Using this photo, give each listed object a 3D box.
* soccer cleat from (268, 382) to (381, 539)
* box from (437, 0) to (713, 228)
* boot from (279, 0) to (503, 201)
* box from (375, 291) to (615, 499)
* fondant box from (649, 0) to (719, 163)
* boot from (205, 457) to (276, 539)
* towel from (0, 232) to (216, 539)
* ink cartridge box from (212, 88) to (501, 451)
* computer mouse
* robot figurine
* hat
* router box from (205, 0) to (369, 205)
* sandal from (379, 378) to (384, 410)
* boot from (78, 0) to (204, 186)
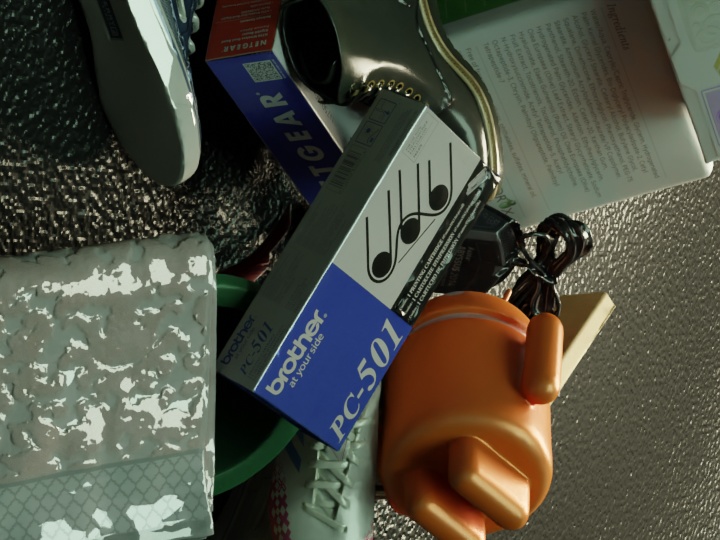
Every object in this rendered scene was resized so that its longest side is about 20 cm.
[{"bbox_3d":[-0.021,0.116,1.358,0.086,0.069,0.202,130,-39,-70],"label":"soccer cleat"},{"bbox_3d":[0.138,-0.176,1.481,0.201,0.170,0.200,61,20,-44],"label":"box"},{"bbox_3d":[0.013,-0.107,1.308,0.201,0.077,0.138,62,33,-15],"label":"boot"},{"bbox_3d":[0.081,0.093,1.540,0.200,0.163,0.021,-51,119,-35],"label":"box"},{"bbox_3d":[0.234,-0.187,1.400,0.201,0.058,0.145,-78,149,-56],"label":"fondant box"},{"bbox_3d":[-0.041,0.168,1.437,0.074,0.095,0.201,48,60,-50],"label":"boot"},{"bbox_3d":[-0.177,0.081,1.193,0.198,0.032,0.193,-8,107,-23],"label":"towel"},{"bbox_3d":[0.000,0.000,1.266,0.094,0.044,0.201,39,80,-45],"label":"ink cartridge box"},{"bbox_3d":[0.056,-0.021,1.487,0.139,0.198,0.053,113,-15,-52],"label":"computer mouse"},{"bbox_3d":[0.069,0.096,1.392,0.201,0.116,0.145,-86,-176,-50],"label":"robot figurine"},{"bbox_3d":[-0.129,0.036,1.344,0.199,0.176,0.166,22,109,-37],"label":"hat"},{"bbox_3d":[-0.025,-0.153,1.368,0.200,0.048,0.181,53,38,-51],"label":"router box"},{"bbox_3d":[0.007,0.046,1.467,0.201,0.075,0.048,70,4,-51],"label":"sandal"},{"bbox_3d":[-0.117,-0.157,1.261,0.090,0.072,0.201,-39,128,-37],"label":"boot"}]
